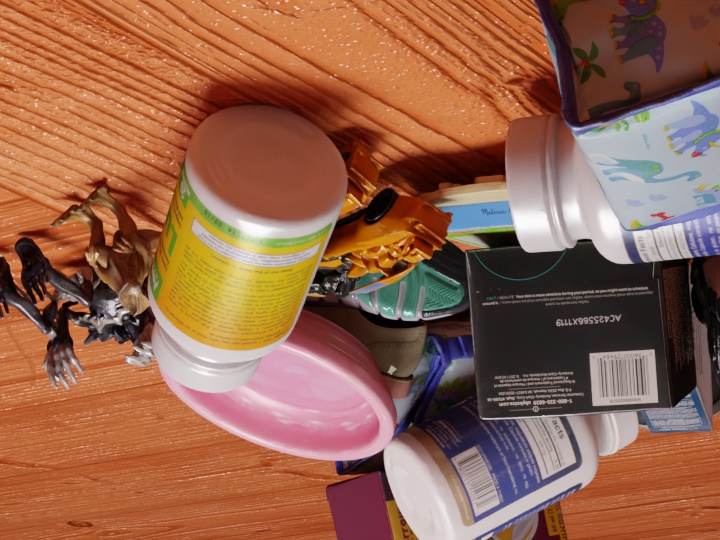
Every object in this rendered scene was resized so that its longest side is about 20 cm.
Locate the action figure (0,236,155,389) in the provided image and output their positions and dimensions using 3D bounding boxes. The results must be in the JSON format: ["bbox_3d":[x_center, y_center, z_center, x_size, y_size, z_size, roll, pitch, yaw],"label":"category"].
[{"bbox_3d":[-0.219,0.043,1.791,0.118,0.103,0.199,-26,150,30],"label":"action figure"}]

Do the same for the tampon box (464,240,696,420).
[{"bbox_3d":[0.173,0.042,1.678,0.149,0.127,0.200,-4,179,14],"label":"tampon box"}]

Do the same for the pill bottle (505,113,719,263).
[{"bbox_3d":[0.201,-0.067,1.430,0.198,0.121,0.120,-6,162,16],"label":"pill bottle"}]

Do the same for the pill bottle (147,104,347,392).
[{"bbox_3d":[-0.086,-0.008,1.510,0.110,0.112,0.201,5,139,-17],"label":"pill bottle"}]

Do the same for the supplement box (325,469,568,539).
[{"bbox_3d":[0.080,0.226,1.941,0.199,0.111,0.085,-5,168,-37],"label":"supplement box"}]

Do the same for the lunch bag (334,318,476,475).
[{"bbox_3d":[0.082,0.099,1.924,0.169,0.128,0.200,-5,158,-36],"label":"lunch bag"}]

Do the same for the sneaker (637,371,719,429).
[{"bbox_3d":[0.259,0.101,2.029,0.198,0.075,0.106,2,164,-5],"label":"sneaker"}]

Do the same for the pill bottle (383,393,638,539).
[{"bbox_3d":[0.128,0.149,1.826,0.199,0.112,0.111,-25,170,-19],"label":"pill bottle"}]

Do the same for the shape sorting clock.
[{"bbox_3d":[0.132,-0.046,1.623,0.198,0.040,0.200,-2,174,0],"label":"shape sorting clock"}]

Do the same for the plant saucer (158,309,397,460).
[{"bbox_3d":[-0.062,0.083,1.755,0.199,0.051,0.201,16,152,8],"label":"plant saucer"}]

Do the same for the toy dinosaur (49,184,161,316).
[{"bbox_3d":[-0.176,-0.015,1.650,0.060,0.106,0.200,-36,-168,17],"label":"toy dinosaur"}]

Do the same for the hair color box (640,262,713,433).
[{"bbox_3d":[0.267,0.070,1.895,0.060,0.101,0.200,-4,162,13],"label":"hair color box"}]

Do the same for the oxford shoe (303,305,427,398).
[{"bbox_3d":[-0.040,0.036,1.813,0.199,0.074,0.071,21,-164,-5],"label":"oxford shoe"}]

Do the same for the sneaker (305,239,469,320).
[{"bbox_3d":[0.000,0.000,1.738,0.198,0.075,0.088,8,174,10],"label":"sneaker"}]

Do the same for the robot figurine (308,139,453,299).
[{"bbox_3d":[-0.036,-0.026,1.599,0.145,0.059,0.199,37,143,-26],"label":"robot figurine"}]

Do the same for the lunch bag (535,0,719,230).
[{"bbox_3d":[0.220,-0.117,1.265,0.199,0.128,0.170,-18,157,10],"label":"lunch bag"}]

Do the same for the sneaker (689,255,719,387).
[{"bbox_3d":[0.306,0.032,1.680,0.080,0.201,0.074,-3,122,0],"label":"sneaker"}]
